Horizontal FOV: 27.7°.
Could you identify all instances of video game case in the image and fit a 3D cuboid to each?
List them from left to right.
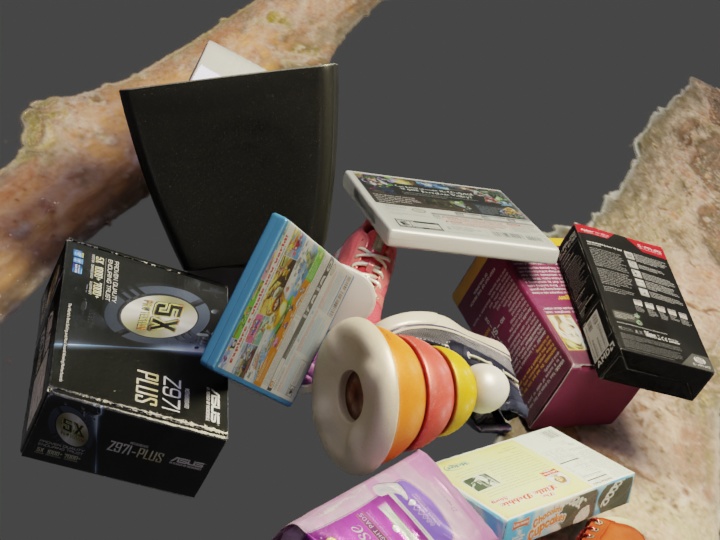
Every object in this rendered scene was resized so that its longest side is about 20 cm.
[{"bbox_3d":[-0.071,0.041,1.325,0.018,0.144,0.200,24,-6,21],"label":"video game case"},{"bbox_3d":[0.096,-0.059,1.601,0.197,0.024,0.182,6,22,-19],"label":"video game case"}]

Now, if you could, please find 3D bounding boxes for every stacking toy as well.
[{"bbox_3d":[0.064,0.119,1.407,0.198,0.147,0.147,1,45,-31],"label":"stacking toy"}]

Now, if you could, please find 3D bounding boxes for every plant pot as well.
[{"bbox_3d":[-0.112,-0.101,1.420,0.197,0.180,0.200,-6,9,1],"label":"plant pot"}]

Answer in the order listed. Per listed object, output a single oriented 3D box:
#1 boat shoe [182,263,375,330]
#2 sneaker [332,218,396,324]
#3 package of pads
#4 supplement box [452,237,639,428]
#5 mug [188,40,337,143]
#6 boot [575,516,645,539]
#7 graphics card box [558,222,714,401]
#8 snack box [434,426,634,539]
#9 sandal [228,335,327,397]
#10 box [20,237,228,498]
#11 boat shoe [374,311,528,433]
[{"bbox_3d":[-0.083,0.018,1.464,0.197,0.073,0.066,-2,16,2],"label":"boat shoe"},{"bbox_3d":[0.000,0.000,1.543,0.073,0.087,0.201,24,27,-8],"label":"sneaker"},{"bbox_3d":[0.022,0.247,1.292,0.120,0.076,0.199,45,38,21],"label":"package of pads"},{"bbox_3d":[0.213,0.066,1.622,0.130,0.104,0.201,3,43,-35],"label":"supplement box"},{"bbox_3d":[-0.130,-0.123,1.585,0.174,0.148,0.202,27,66,-10],"label":"mug"},{"bbox_3d":[0.221,0.284,1.403,0.198,0.075,0.108,13,35,-37],"label":"boot"},{"bbox_3d":[0.294,0.043,1.577,0.124,0.051,0.201,14,37,-23],"label":"graphics card box"},{"bbox_3d":[0.165,0.211,1.435,0.198,0.038,0.116,-9,27,-42],"label":"snack box"},{"bbox_3d":[-0.050,0.082,1.458,0.201,0.050,0.083,4,43,-34],"label":"sandal"},{"bbox_3d":[-0.207,0.085,1.310,0.162,0.087,0.201,18,38,-19],"label":"box"},{"bbox_3d":[0.095,0.108,1.495,0.198,0.075,0.093,15,40,-39],"label":"boat shoe"}]
